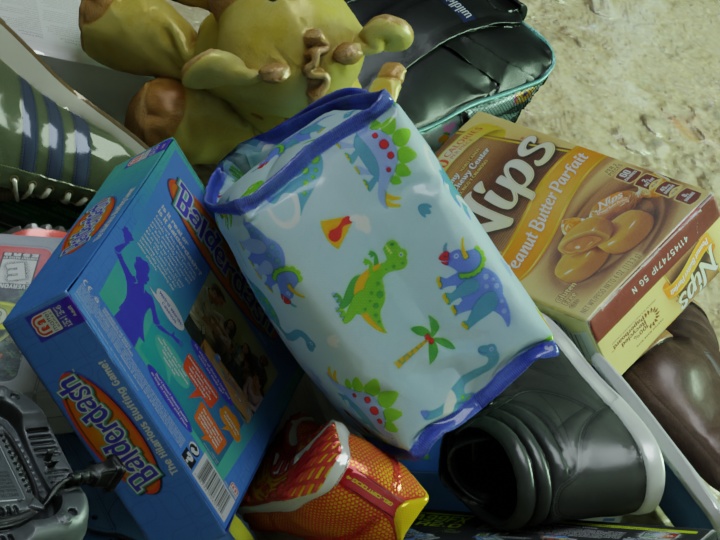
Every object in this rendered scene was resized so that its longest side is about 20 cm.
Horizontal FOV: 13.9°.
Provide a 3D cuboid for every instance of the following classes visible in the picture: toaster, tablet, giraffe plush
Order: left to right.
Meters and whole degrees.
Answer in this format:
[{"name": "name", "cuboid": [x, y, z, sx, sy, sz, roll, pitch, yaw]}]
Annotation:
[{"name": "toaster", "cuboid": [-0.223, 0.135, 1.439, 0.199, 0.129, 0.114, -4, 47, -35]}, {"name": "giraffe plush", "cuboid": [-0.056, -0.129, 1.682, 0.173, 0.162, 0.200, -42, 89, -11]}, {"name": "tablet", "cuboid": [0.187, 0.133, 1.681, 0.014, 0.200, 0.130, -34, 58, -3]}]

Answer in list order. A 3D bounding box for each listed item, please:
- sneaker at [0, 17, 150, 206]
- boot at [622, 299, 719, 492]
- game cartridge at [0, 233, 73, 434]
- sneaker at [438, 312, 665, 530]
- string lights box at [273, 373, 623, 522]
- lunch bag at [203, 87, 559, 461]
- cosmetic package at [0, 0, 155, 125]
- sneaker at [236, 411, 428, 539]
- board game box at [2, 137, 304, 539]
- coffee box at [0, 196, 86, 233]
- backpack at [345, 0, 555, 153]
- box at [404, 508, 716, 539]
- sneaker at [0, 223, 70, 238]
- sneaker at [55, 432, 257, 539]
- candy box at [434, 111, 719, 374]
[{"name": "sneaker", "cuboid": [-0.191, -0.065, 1.696, 0.200, 0.067, 0.090, 41, 71, -11]}, {"name": "boot", "cuboid": [0.209, 0.089, 1.788, 0.166, 0.072, 0.200, 50, 14, 22]}, {"name": "game cartridge", "cuboid": [-0.219, 0.034, 1.584, 0.199, 0.041, 0.133, 3, 46, 5]}, {"name": "sneaker", "cuboid": [0.075, 0.076, 1.628, 0.099, 0.071, 0.200, -7, 30, -29]}, {"name": "string lights box", "cuboid": [0.054, 0.101, 1.716, 0.199, 0.059, 0.103, 5, 41, -28]}, {"name": "lunch bag", "cuboid": [0.000, 0.000, 1.572, 0.127, 0.200, 0.170, -36, 98, -13]}, {"name": "cosmetic package", "cuboid": [-0.213, -0.138, 1.772, 0.199, 0.051, 0.083, 10, 38, -23]}, {"name": "sneaker", "cuboid": [-0.019, 0.122, 1.566, 0.077, 0.073, 0.200, 36, -6, -11]}, {"name": "board game box", "cuboid": [-0.101, 0.038, 1.544, 0.152, 0.045, 0.200, 58, 24, -15]}, {"name": "coffee box", "cuboid": [-0.206, -0.080, 1.787, 0.123, 0.044, 0.200, 21, 37, -9]}, {"name": "backpack", "cuboid": [-0.006, -0.120, 1.868, 0.176, 0.153, 0.200, 48, 40, 15]}, {"name": "box", "cuboid": [0.068, 0.171, 1.539, 0.199, 0.044, 0.160, 2, 12, 26]}, {"name": "sneaker", "cuboid": [-0.123, 0.039, 1.687, 0.199, 0.070, 0.094, 12, 61, -22]}, {"name": "sneaker", "cuboid": [-0.140, 0.119, 1.566, 0.200, 0.066, 0.078, 42, 40, 19]}, {"name": "candy box", "cuboid": [0.108, -0.017, 1.743, 0.115, 0.055, 0.200, -44, 41, -22]}]
